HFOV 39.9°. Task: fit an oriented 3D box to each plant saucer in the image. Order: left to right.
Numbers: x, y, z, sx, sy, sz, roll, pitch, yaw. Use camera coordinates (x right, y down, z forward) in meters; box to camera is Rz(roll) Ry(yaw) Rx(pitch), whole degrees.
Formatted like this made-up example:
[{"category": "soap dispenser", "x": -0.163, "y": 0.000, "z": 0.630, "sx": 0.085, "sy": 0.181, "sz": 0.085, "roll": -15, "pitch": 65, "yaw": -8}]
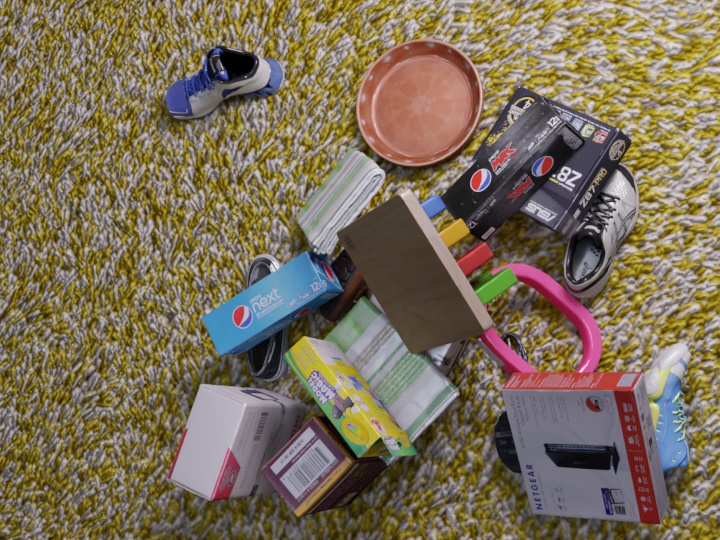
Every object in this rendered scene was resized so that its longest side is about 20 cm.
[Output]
[{"category": "plant saucer", "x": 0.092, "y": -0.254, "z": 1.519, "sx": 0.200, "sy": 0.032, "sz": 0.200, "roll": -3, "pitch": 81, "yaw": 18}]

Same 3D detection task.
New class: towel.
[{"category": "towel", "x": -0.030, "y": -0.105, "z": 1.463, "sx": 0.031, "sy": 0.200, "sz": 0.149, "roll": 38, "pitch": 96, "yaw": -18}, {"category": "towel", "x": 0.026, "y": 0.155, "z": 1.403, "sx": 0.149, "sy": 0.031, "sz": 0.200, "roll": -47, "pitch": 69, "yaw": 7}]

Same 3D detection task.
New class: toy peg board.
[{"category": "toy peg board", "x": 0.093, "y": -0.011, "z": 1.300, "sx": 0.098, "sy": 0.200, "sz": 0.199, "roll": -33, "pitch": 93, "yaw": -28}]

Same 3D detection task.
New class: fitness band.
[{"category": "fitness band", "x": 0.242, "y": 0.080, "z": 1.373, "sx": 0.200, "sy": 0.037, "sz": 0.144, "roll": 42, "pitch": 70, "yaw": 1}]

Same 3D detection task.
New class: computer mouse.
[{"category": "computer mouse", "x": 0.223, "y": 0.188, "z": 1.416, "sx": 0.059, "sy": 0.034, "sz": 0.200, "roll": -10, "pitch": 73, "yaw": 40}]

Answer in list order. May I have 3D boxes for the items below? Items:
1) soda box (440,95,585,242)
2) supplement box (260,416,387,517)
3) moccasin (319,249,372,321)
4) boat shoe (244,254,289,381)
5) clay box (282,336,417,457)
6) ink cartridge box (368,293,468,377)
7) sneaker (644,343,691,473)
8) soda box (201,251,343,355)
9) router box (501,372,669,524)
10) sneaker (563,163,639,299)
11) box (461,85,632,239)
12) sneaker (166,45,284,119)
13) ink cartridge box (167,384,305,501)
[{"category": "soda box", "x": 0.207, "y": -0.137, "z": 1.360, "sx": 0.200, "sy": 0.063, "sz": 0.071, "roll": -45, "pitch": 47, "yaw": 16}, {"category": "supplement box", "x": -0.040, "y": 0.273, "z": 1.401, "sx": 0.110, "sy": 0.200, "sz": 0.086, "roll": -46, "pitch": 70, "yaw": 8}, {"category": "moccasin", "x": -0.001, "y": -0.001, "z": 1.479, "sx": 0.201, "sy": 0.078, "sz": 0.074, "roll": -60, "pitch": 39, "yaw": 27}, {"category": "boat shoe", "x": -0.147, "y": 0.070, "z": 1.535, "sx": 0.072, "sy": 0.071, "sz": 0.200, "roll": -9, "pitch": 80, "yaw": 18}, {"category": "clay box", "x": -0.012, "y": 0.181, "z": 1.335, "sx": 0.048, "sy": 0.115, "sz": 0.200, "roll": -42, "pitch": 69, "yaw": 10}, {"category": "ink cartridge box", "x": 0.078, "y": 0.090, "z": 1.448, "sx": 0.146, "sy": 0.085, "sz": 0.200, "roll": 29, "pitch": 91, "yaw": 20}, {"category": "sneaker", "x": 0.410, "y": 0.199, "z": 1.328, "sx": 0.105, "sy": 0.076, "sz": 0.200, "roll": 31, "pitch": 106, "yaw": 11}, {"category": "soda box", "x": -0.130, "y": 0.050, "z": 1.454, "sx": 0.200, "sy": 0.064, "sz": 0.068, "roll": -31, "pitch": 77, "yaw": 19}, {"category": "router box", "x": 0.296, "y": 0.232, "z": 1.302, "sx": 0.179, "sy": 0.049, "sz": 0.200, "roll": -5, "pitch": 111, "yaw": 33}, {"category": "sneaker", "x": 0.335, "y": -0.058, "z": 1.377, "sx": 0.076, "sy": 0.088, "sz": 0.200, "roll": 15, "pitch": 86, "yaw": 22}, {"category": "box", "x": 0.259, "y": -0.156, "z": 1.401, "sx": 0.200, "sy": 0.049, "sz": 0.161, "roll": 38, "pitch": 99, "yaw": 44}, {"category": "sneaker", "x": -0.235, "y": -0.314, "z": 1.596, "sx": 0.199, "sy": 0.115, "sz": 0.081, "roll": -13, "pitch": 77, "yaw": 17}, {"category": "ink cartridge box", "x": -0.176, "y": 0.250, "z": 1.453, "sx": 0.084, "sy": 0.200, "sz": 0.145, "roll": 19, "pitch": 89, "yaw": 23}]
